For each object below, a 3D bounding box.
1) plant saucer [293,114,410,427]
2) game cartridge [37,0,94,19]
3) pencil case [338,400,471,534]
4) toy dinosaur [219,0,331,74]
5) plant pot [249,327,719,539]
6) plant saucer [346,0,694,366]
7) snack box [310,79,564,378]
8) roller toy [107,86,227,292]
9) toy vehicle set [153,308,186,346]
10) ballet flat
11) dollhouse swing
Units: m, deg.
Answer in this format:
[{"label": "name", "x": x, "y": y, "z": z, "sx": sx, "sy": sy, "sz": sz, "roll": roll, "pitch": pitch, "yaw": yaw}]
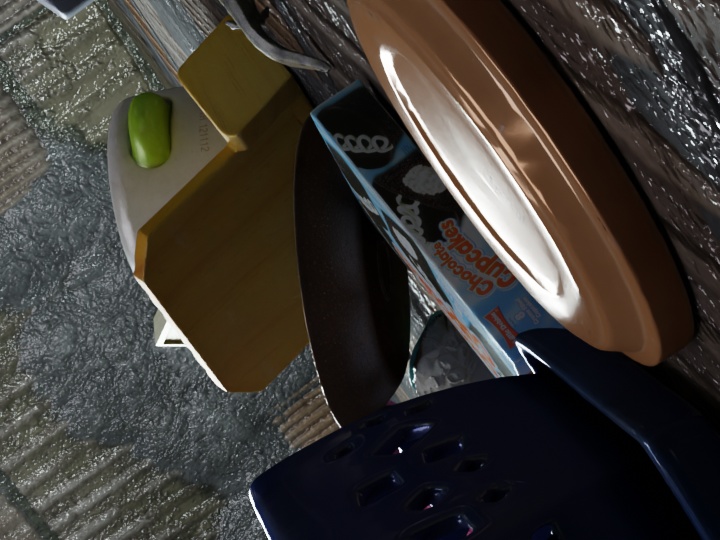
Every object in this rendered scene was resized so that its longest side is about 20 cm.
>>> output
[{"label": "plant saucer", "x": 0.000, "y": 0.000, "z": 1.215, "sx": 0.200, "sy": 0.037, "sz": 0.201, "roll": -6, "pitch": -90, "yaw": -79}, {"label": "game cartridge", "x": -0.193, "y": -0.256, "z": 1.146, "sx": 0.200, "sy": 0.133, "sz": 0.040, "roll": 54, "pitch": 180, "yaw": 0}, {"label": "pencil case", "x": 0.073, "y": 0.156, "z": 1.302, "sx": 0.200, "sy": 0.091, "sz": 0.094, "roll": 25, "pitch": -143, "yaw": -5}, {"label": "toy dinosaur", "x": -0.091, "y": -0.183, "z": 1.206, "sx": 0.200, "sy": 0.047, "sz": 0.088, "roll": 51, "pitch": 169, "yaw": 6}, {"label": "plant pot", "x": 0.088, "y": 0.146, "z": 0.855, "sx": 0.200, "sy": 0.180, "sz": 0.200, "roll": 56, "pitch": 177, "yaw": -17}, {"label": "plant saucer", "x": 0.053, "y": -0.045, "z": 0.737, "sx": 0.200, "sy": 0.032, "sz": 0.200, "roll": 53, "pitch": 176, "yaw": 5}, {"label": "snack box", "x": 0.052, "y": -0.003, "z": 1.059, "sx": 0.200, "sy": 0.037, "sz": 0.116, "roll": 52, "pitch": 176, "yaw": 33}, {"label": "roller toy", "x": -0.132, "y": -0.072, "z": 1.705, "sx": 0.200, "sy": 0.139, "sz": 0.183, "roll": -50, "pitch": -50, "yaw": -81}, {"label": "toy vehicle set", "x": -0.098, "y": 0.020, "z": 1.651, "sx": 0.200, "sy": 0.124, "sz": 0.027, "roll": 126, "pitch": 141, "yaw": -64}, {"label": "ballet flat", "x": 0.079, "y": 0.073, "z": 1.323, "sx": 0.072, "sy": 0.072, "sz": 0.200, "roll": 53, "pitch": 178, "yaw": 16}, {"label": "dollhouse swing", "x": -0.092, "y": -0.042, "z": 1.464, "sx": 0.200, "sy": 0.176, "sz": 0.182, "roll": 56, "pitch": 176, "yaw": -37}]
